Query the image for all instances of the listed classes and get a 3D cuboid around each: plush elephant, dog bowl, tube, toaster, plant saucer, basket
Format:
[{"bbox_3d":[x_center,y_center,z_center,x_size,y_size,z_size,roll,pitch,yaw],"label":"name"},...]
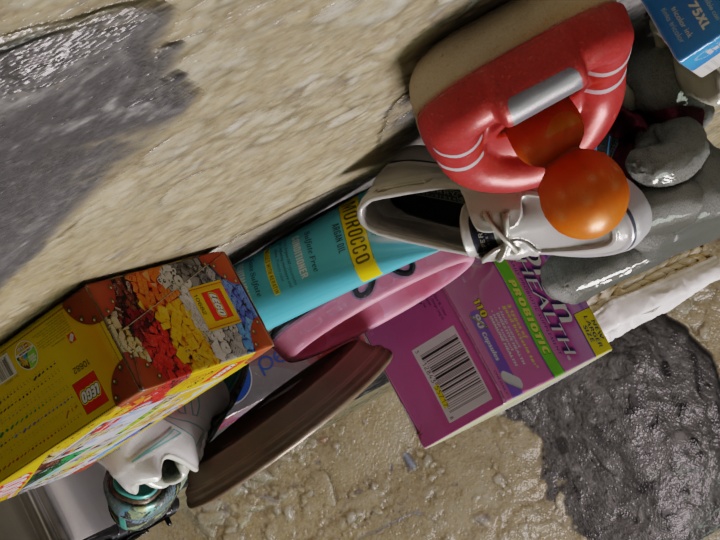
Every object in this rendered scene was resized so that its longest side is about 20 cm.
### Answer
[{"bbox_3d":[0.200,-0.094,1.333,0.199,0.155,0.165,-21,163,-2],"label":"plush elephant"},{"bbox_3d":[0.000,0.000,1.456,0.200,0.074,0.200,-28,173,-4],"label":"dog bowl"},{"bbox_3d":[-0.034,-0.003,1.340,0.199,0.078,0.050,-28,150,17],"label":"tube"},{"bbox_3d":[-0.282,0.224,1.748,0.200,0.119,0.181,-33,172,35],"label":"toaster"},{"bbox_3d":[-0.062,0.115,1.500,0.200,0.030,0.200,-37,-177,2],"label":"plant saucer"},{"bbox_3d":[0.220,0.001,1.956,0.200,0.161,0.198,-23,171,-45],"label":"basket"}]

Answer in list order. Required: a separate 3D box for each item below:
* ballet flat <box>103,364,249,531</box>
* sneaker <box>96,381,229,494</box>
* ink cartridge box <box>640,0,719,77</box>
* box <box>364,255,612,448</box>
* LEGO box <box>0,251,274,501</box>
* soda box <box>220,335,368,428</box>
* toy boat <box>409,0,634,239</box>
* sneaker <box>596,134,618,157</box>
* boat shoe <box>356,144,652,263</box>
[{"bbox_3d":[-0.154,0.134,1.576,0.074,0.074,0.200,-37,-166,48],"label":"ballet flat"},{"bbox_3d":[-0.151,0.125,1.460,0.070,0.080,0.200,-36,172,21],"label":"sneaker"},{"bbox_3d":[0.262,-0.196,1.118,0.200,0.067,0.116,-31,173,16],"label":"ink cartridge box"},{"bbox_3d":[0.098,0.034,1.652,0.097,0.176,0.200,-33,171,34],"label":"box"},{"bbox_3d":[-0.182,0.075,1.264,0.200,0.077,0.149,-33,171,31],"label":"LEGO box"},{"bbox_3d":[-0.097,0.086,1.694,0.199,0.070,0.063,-26,172,-20],"label":"soda box"},{"bbox_3d":[0.108,-0.078,1.098,0.130,0.131,0.200,-29,173,2],"label":"toy boat"},{"bbox_3d":[0.211,-0.116,1.456,0.200,0.082,0.073,-55,178,20],"label":"sneaker"},{"bbox_3d":[0.087,-0.036,1.227,0.199,0.072,0.066,14,-137,32],"label":"boat shoe"}]
